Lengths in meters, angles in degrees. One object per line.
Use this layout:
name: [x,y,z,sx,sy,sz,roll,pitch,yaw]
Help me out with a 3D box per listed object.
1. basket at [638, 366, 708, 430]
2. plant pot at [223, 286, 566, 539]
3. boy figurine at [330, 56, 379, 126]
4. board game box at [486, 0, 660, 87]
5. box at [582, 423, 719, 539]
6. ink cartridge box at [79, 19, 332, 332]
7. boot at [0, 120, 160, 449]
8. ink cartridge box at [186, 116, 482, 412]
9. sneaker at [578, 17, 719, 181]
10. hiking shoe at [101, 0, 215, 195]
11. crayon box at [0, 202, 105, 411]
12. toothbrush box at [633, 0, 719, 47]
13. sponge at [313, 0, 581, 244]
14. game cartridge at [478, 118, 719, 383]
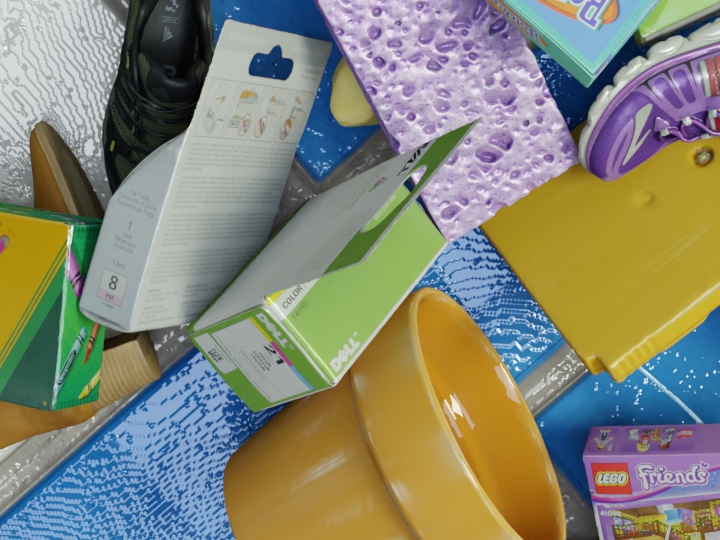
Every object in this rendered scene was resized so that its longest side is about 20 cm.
basket: [0.294,0.031,1.106,0.176,0.139,0.200,42,98,-12]
plant pot: [0.014,0.142,1.090,0.182,0.200,0.201,-29,104,18]
boy figurine: [0.062,-0.165,1.081,0.200,0.065,0.124,-44,116,7]
board game box: [0.146,-0.237,0.965,0.152,0.045,0.200,41,90,3]
box: [0.263,0.173,1.109,0.198,0.039,0.138,-3,118,22]
ink cartridge box: [-0.098,-0.064,1.038,0.057,0.162,0.202,18,99,21]
boot: [-0.235,0.015,1.092,0.142,0.071,0.203,-20,97,7]
ink cartridge box: [0.000,0.000,1.013,0.076,0.199,0.148,51,54,-14]
sneaker: [0.233,-0.113,1.036,0.199,0.081,0.084,-30,63,12]
hiking shoe: [-0.135,-0.113,1.055,0.075,0.101,0.203,3,102,-5]
crayon box: [-0.261,0.013,1.044,0.198,0.058,0.120,9,96,23]
toothbrush box: [0.207,-0.268,1.031,0.144,0.086,0.202,-23,88,9]
sponge: [0.056,-0.130,1.042,0.111,0.030,0.201,-30,114,-1]
game cartridge: [0.196,-0.040,1.076,0.199,0.177,0.032,-38,140,5]
